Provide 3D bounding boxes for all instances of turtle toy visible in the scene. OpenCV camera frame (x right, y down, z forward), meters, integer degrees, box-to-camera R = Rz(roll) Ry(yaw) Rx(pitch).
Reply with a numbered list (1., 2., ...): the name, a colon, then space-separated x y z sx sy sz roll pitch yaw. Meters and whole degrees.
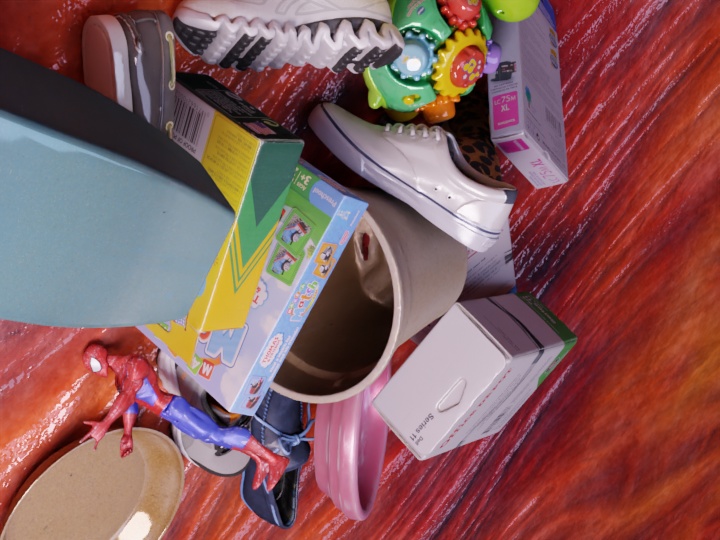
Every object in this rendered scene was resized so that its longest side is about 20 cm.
1. turtle toy: 0.079 -0.215 1.180 0.200 0.101 0.146 -48 144 -8

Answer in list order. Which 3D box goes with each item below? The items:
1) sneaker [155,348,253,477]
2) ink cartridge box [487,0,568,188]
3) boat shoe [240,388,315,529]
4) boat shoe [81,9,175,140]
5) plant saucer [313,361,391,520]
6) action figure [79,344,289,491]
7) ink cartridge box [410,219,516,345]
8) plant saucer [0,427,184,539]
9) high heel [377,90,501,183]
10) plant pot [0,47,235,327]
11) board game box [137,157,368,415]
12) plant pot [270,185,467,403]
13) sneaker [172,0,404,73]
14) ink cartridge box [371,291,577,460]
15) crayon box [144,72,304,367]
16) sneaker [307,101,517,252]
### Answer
1. sneaker: -0.134 0.136 1.244 0.074 0.079 0.201 -39 143 -23
2. ink cartridge box: 0.158 -0.193 1.278 0.119 0.042 0.201 36 51 -55
3. boat shoe: -0.075 0.177 1.353 0.084 0.069 0.201 -29 137 -32
4. boat shoe: -0.170 -0.100 1.013 0.060 0.072 0.203 -19 129 -32
5. plant saucer: -0.008 0.151 1.358 0.200 0.051 0.202 5 90 -79
6. action figure: -0.169 0.145 1.149 0.200 0.065 0.099 39 69 -13
7. ink cartridge box: 0.097 -0.009 1.399 0.116 0.068 0.200 -38 143 -21
8. plant saucer: -0.251 0.220 1.214 0.200 0.035 0.201 -30 138 -31
9. high heel: 0.128 -0.113 1.284 0.199 0.142 0.072 -12 128 -44
10. plant pot: -0.198 -0.046 0.906 0.199 0.141 0.142 17 110 -33
11. board game box: -0.097 -0.005 1.107 0.037 0.151 0.201 15 107 -52
12. plant pot: 0.000 0.000 1.211 0.183 0.200 0.201 -18 132 -54
13. sneaker: -0.060 -0.205 1.065 0.199 0.075 0.082 -3 79 -33
14. ink cartridge box: 0.119 0.103 1.358 0.147 0.083 0.200 -51 161 19
15. crayon box: -0.129 -0.041 1.064 0.051 0.127 0.201 -5 123 -47
16. sneaker: 0.049 -0.100 1.172 0.071 0.200 0.073 -57 177 17
